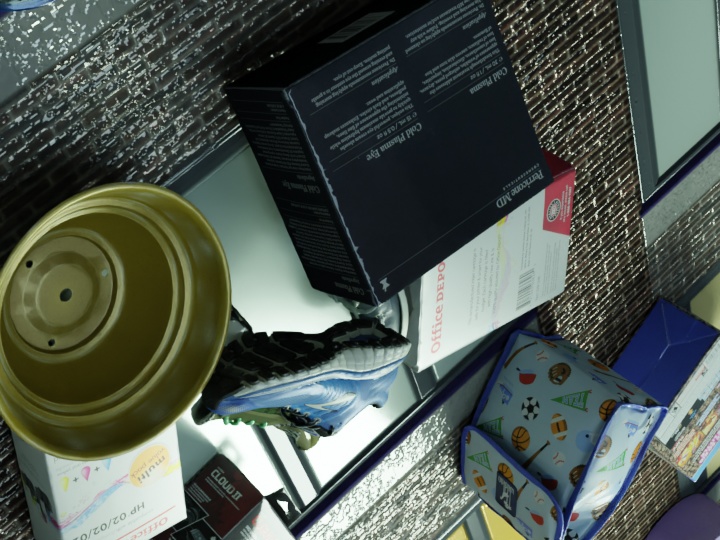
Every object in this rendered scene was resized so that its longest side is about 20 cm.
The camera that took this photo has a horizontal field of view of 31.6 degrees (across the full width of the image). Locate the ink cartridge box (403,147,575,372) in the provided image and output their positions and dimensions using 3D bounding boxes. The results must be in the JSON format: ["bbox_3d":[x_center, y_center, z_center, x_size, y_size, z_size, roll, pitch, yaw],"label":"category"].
[{"bbox_3d":[0.104,-0.018,1.200,0.198,0.085,0.149,-24,132,-31],"label":"ink cartridge box"}]

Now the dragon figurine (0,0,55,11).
[{"bbox_3d":[-0.207,-0.192,0.750,0.199,0.099,0.059,-25,132,-32],"label":"dragon figurine"}]

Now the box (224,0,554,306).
[{"bbox_3d":[0.026,-0.105,1.000,0.199,0.104,0.184,-33,113,-24],"label":"box"}]

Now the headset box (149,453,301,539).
[{"bbox_3d":[-0.138,0.278,1.169,0.200,0.077,0.150,-42,139,-14],"label":"headset box"}]

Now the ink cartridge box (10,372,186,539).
[{"bbox_3d":[-0.207,0.167,1.026,0.114,0.068,0.202,-26,133,-31],"label":"ink cartridge box"}]

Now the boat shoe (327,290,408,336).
[{"bbox_3d":[0.000,0.000,1.115,0.061,0.075,0.202,-27,132,-31],"label":"boat shoe"}]

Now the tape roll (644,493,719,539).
[{"bbox_3d":[0.499,0.446,1.927,0.198,0.085,0.202,-25,133,-30],"label":"tape roll"}]

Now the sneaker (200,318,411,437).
[{"bbox_3d":[-0.042,0.099,1.031,0.198,0.078,0.090,-5,112,-40],"label":"sneaker"}]

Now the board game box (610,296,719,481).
[{"bbox_3d":[0.404,0.153,1.615,0.160,0.097,0.200,-54,141,-1],"label":"board game box"}]

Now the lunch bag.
[{"bbox_3d":[0.205,0.192,1.383,0.123,0.170,0.202,10,110,-45],"label":"lunch bag"}]

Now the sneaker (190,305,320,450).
[{"bbox_3d":[-0.105,0.104,1.095,0.088,0.077,0.201,-39,132,-4],"label":"sneaker"}]

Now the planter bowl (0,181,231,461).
[{"bbox_3d":[-0.195,0.027,0.916,0.199,0.083,0.203,-17,116,-38],"label":"planter bowl"}]
